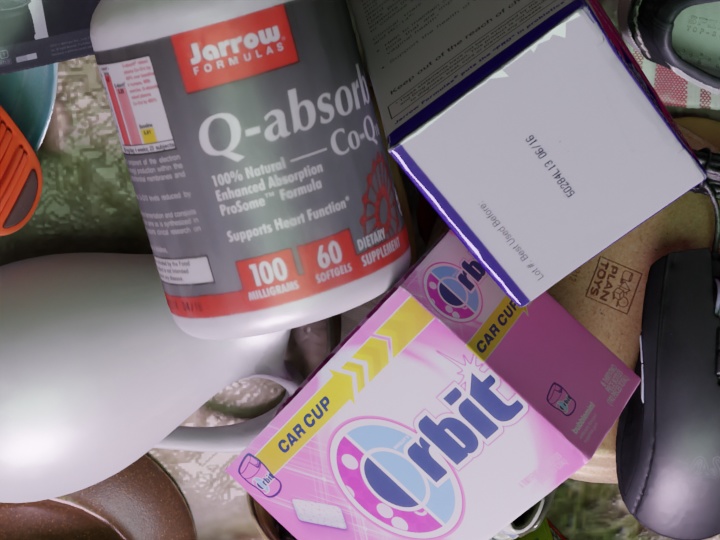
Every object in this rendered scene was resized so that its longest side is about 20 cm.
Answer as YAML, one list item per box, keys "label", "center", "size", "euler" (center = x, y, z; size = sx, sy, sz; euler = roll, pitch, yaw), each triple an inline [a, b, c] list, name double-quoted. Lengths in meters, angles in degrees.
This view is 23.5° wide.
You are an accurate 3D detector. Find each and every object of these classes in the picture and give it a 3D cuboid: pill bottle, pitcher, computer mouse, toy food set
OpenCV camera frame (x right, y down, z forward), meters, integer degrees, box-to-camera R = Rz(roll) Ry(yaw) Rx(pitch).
- label: "pill bottle"
  center: [-0.055, -0.080, 0.778]
  size: [0.116, 0.116, 0.201]
  euler: [-15, 102, 2]
- label: "pitcher"
  center: [-0.127, 0.061, 0.913]
  size: [0.200, 0.121, 0.172]
  euler: [-20, 135, -8]
- label: "computer mouse"
  center: [0.146, 0.024, 0.845]
  size: [0.140, 0.046, 0.201]
  euler: [16, 81, -5]
- label: "toy food set"
  center: [0.124, 0.008, 0.893]
  size: [0.197, 0.049, 0.201]
  euler: [7, 82, -5]

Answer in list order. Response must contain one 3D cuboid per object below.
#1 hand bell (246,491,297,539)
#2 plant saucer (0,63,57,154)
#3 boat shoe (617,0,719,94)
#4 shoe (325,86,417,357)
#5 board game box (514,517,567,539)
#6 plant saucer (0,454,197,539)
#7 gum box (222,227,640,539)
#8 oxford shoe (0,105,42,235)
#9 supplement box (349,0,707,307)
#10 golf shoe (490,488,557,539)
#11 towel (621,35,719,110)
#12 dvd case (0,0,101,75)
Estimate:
- label: "hand bell"
  center: [-0.029, 0.188, 1.007]
  size: [0.104, 0.104, 0.200]
  euler: [6, 137, -9]
- label: "plant saucer"
  center: [-0.248, -0.107, 0.849]
  size: [0.199, 0.027, 0.201]
  euler: [-2, 119, -4]
- label: "boat shoe"
  center: [0.226, -0.105, 0.848]
  size: [0.199, 0.060, 0.076]
  euler: [4, 111, -11]
- label: "shoe"
  center: [0.000, 0.000, 0.909]
  size: [0.053, 0.070, 0.200]
  euler: [-9, 119, -5]
- label: "board game box"
  center: [0.064, 0.247, 1.065]
  size: [0.200, 0.048, 0.102]
  euler: [-37, 116, 14]
- label: "plant saucer"
  center: [-0.194, 0.176, 1.005]
  size: [0.200, 0.037, 0.201]
  euler: [-3, 120, -4]
- label: "gum box"
  center: [0.027, 0.079, 0.844]
  size: [0.113, 0.066, 0.200]
  euler: [42, 135, 0]
- label: "oxford shoe"
  center: [-0.239, -0.079, 0.822]
  size: [0.200, 0.072, 0.071]
  euler: [35, 77, -36]
- label: "supplement box"
  center: [0.068, -0.091, 0.793]
  size: [0.103, 0.200, 0.101]
  euler: [-36, 118, 12]
- label: "golf shoe"
  center: [0.062, 0.126, 0.971]
  size: [0.078, 0.097, 0.200]
  euler: [20, 116, -19]
- label: "towel"
  center: [0.238, -0.146, 0.880]
  size: [0.199, 0.030, 0.147]
  euler: [3, 118, -8]
- label: "dvd case"
  center: [-0.125, -0.198, 0.795]
  size: [0.150, 0.025, 0.201]
  euler: [-14, 118, -13]
